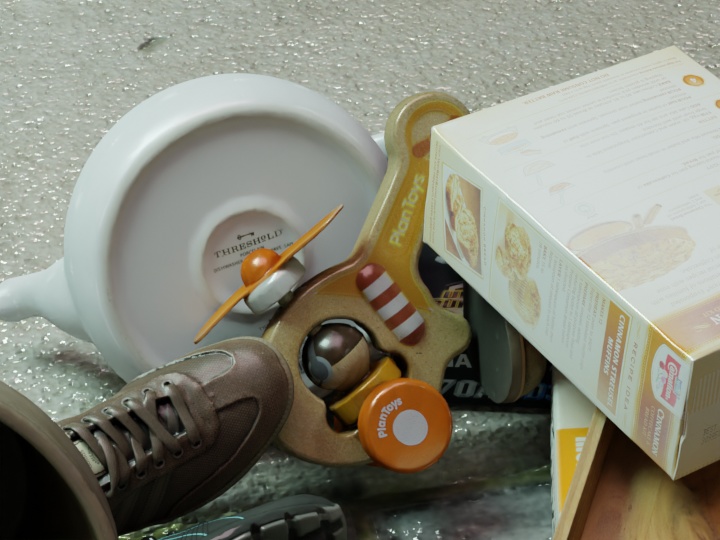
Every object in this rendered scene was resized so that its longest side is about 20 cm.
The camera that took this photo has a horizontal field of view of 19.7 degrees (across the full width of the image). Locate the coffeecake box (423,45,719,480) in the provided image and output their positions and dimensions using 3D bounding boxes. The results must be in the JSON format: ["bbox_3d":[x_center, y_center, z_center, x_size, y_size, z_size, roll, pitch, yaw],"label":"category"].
[{"bbox_3d":[0.148,-0.012,0.979,0.153,0.073,0.200,-20,43,-26],"label":"coffeecake box"}]

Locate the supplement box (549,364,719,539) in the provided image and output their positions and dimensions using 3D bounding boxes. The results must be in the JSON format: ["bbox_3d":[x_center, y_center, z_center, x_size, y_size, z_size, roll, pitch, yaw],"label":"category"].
[{"bbox_3d":[0.192,0.107,1.012,0.199,0.074,0.126,0,35,3],"label":"supplement box"}]

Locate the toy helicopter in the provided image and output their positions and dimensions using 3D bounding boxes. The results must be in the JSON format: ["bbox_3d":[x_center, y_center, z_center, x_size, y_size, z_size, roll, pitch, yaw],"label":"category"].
[{"bbox_3d":[0.000,0.000,1.056,0.132,0.201,0.079,21,-6,-10],"label":"toy helicopter"}]

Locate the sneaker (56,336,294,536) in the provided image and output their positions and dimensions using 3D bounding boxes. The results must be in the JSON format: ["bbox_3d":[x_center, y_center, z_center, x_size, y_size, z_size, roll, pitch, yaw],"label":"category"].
[{"bbox_3d":[-0.121,0.097,0.994,0.199,0.076,0.071,-32,83,-1],"label":"sneaker"}]

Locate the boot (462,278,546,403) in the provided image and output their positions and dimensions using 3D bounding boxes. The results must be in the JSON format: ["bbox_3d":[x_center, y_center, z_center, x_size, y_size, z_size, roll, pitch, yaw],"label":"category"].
[{"bbox_3d":[0.089,-0.001,1.102,0.075,0.074,0.200,6,33,-7],"label":"boot"}]

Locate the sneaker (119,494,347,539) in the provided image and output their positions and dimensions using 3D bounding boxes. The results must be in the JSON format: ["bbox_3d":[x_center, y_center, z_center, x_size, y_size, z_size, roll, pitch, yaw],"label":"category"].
[{"bbox_3d":[-0.099,0.146,0.971,0.199,0.076,0.079,-21,37,-26],"label":"sneaker"}]

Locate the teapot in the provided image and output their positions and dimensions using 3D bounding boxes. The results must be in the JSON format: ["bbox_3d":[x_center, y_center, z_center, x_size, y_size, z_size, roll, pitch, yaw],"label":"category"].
[{"bbox_3d":[-0.071,-0.021,1.134,0.199,0.198,0.146,23,5,-18],"label":"teapot"}]

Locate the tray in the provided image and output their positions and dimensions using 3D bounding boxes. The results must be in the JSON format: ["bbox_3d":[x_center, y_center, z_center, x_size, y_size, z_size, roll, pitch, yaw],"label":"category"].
[{"bbox_3d":[0.149,0.097,0.936,0.098,0.037,0.200,9,40,15],"label":"tray"}]

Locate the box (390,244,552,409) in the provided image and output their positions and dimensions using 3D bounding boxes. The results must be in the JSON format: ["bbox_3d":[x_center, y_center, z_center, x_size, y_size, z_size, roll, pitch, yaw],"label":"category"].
[{"bbox_3d":[0.122,0.014,1.174,0.199,0.046,0.159,2,35,6],"label":"box"}]

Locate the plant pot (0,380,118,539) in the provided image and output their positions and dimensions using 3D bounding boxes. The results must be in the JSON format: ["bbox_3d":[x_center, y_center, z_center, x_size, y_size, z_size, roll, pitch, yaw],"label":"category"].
[{"bbox_3d":[-0.195,0.115,0.864,0.199,0.201,0.174,-5,12,-5],"label":"plant pot"}]
